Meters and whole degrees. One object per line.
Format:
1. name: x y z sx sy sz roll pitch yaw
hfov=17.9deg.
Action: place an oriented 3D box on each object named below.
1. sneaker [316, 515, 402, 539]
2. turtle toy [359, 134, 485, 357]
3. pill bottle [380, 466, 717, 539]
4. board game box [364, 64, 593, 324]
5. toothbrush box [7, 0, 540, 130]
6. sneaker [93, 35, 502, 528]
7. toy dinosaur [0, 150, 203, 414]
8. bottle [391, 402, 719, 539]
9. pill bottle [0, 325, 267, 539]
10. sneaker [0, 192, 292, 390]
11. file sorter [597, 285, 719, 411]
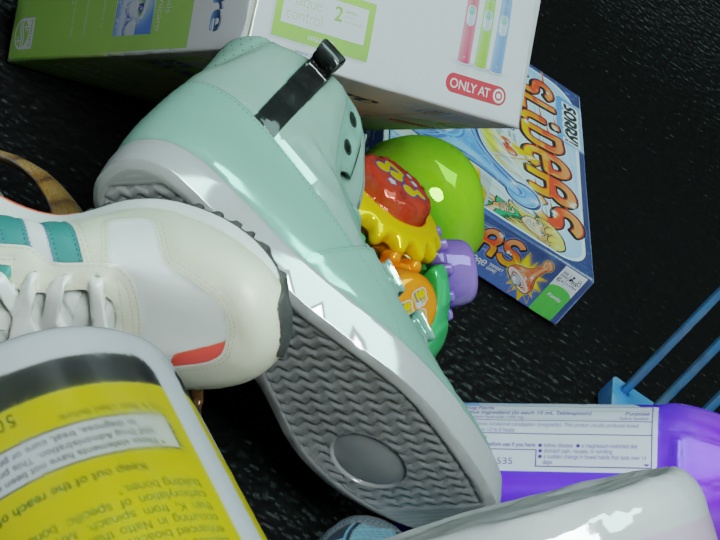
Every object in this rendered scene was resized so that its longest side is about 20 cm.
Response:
1. sneaker: 0.017 0.148 0.793 0.079 0.096 0.200 31 29 -19
2. turtle toy: -0.007 -0.007 0.980 0.146 0.101 0.200 44 21 6
3. pill bottle: 0.071 0.166 0.668 0.112 0.112 0.201 -10 84 -56
4. board game box: 0.060 -0.070 1.232 0.135 0.034 0.200 32 29 -17
5. toothbrush box: -0.040 -0.116 0.994 0.145 0.086 0.200 13 -6 -37
6. sneaker: 0.000 0.000 0.861 0.200 0.074 0.118 49 44 -17
7. toy dinosaur: -0.104 0.006 0.878 0.106 0.060 0.200 17 36 -20
8. bottle: 0.114 0.089 0.910 0.084 0.199 0.065 71 20 -62
9. pill bottle: -0.069 0.125 0.699 0.114 0.114 0.200 8 42 -46
10. sneaker: -0.124 0.014 0.783 0.199 0.071 0.093 14 30 22
11. file sorter: 0.197 0.108 1.052 0.139 0.123 0.200 34 29 -11
